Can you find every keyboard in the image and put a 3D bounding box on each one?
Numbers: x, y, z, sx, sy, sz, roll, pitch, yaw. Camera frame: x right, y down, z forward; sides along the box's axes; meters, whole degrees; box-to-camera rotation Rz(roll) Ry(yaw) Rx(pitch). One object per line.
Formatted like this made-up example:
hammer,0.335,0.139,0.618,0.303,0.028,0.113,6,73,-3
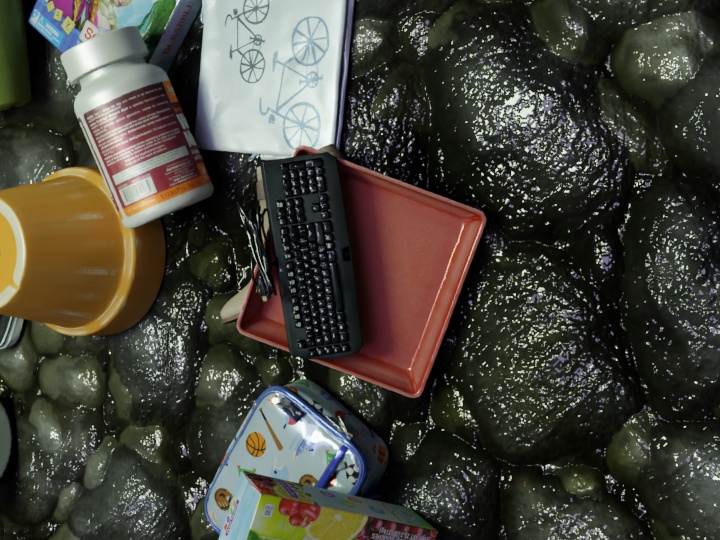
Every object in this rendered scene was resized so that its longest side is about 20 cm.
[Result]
keyboard,-0.061,-0.007,1.118,0.103,0.040,0.202,-8,100,6

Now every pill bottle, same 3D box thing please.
pill bottle,-0.246,-0.156,1.270,0.109,0.109,0.202,-18,97,31

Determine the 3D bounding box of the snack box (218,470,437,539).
snack box,-0.045,0.301,1.123,0.068,0.199,0.170,26,97,64

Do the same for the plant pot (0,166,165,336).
plant pot,-0.357,-0.020,1.325,0.199,0.183,0.202,1,92,32

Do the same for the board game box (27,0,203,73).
board game box,-0.279,-0.322,1.350,0.200,0.041,0.200,40,111,24

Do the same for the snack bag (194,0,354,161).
snack bag,-0.099,-0.212,1.255,0.198,0.021,0.191,7,94,31

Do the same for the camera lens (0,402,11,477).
camera lens,-0.566,0.219,1.476,0.198,0.160,0.162,-5,89,32

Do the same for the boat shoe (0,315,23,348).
boat shoe,-0.450,0.003,1.449,0.072,0.071,0.202,13,98,31

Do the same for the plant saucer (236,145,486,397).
plant saucer,0.000,0.000,1.151,0.198,0.037,0.201,20,103,0

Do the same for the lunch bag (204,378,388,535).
lunch bag,-0.065,0.223,1.218,0.160,0.075,0.201,38,111,23

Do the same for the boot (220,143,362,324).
boot,-0.079,-0.040,1.213,0.198,0.070,0.147,-19,89,17

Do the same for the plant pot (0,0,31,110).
plant pot,-0.481,-0.286,1.409,0.199,0.200,0.192,-7,100,32
